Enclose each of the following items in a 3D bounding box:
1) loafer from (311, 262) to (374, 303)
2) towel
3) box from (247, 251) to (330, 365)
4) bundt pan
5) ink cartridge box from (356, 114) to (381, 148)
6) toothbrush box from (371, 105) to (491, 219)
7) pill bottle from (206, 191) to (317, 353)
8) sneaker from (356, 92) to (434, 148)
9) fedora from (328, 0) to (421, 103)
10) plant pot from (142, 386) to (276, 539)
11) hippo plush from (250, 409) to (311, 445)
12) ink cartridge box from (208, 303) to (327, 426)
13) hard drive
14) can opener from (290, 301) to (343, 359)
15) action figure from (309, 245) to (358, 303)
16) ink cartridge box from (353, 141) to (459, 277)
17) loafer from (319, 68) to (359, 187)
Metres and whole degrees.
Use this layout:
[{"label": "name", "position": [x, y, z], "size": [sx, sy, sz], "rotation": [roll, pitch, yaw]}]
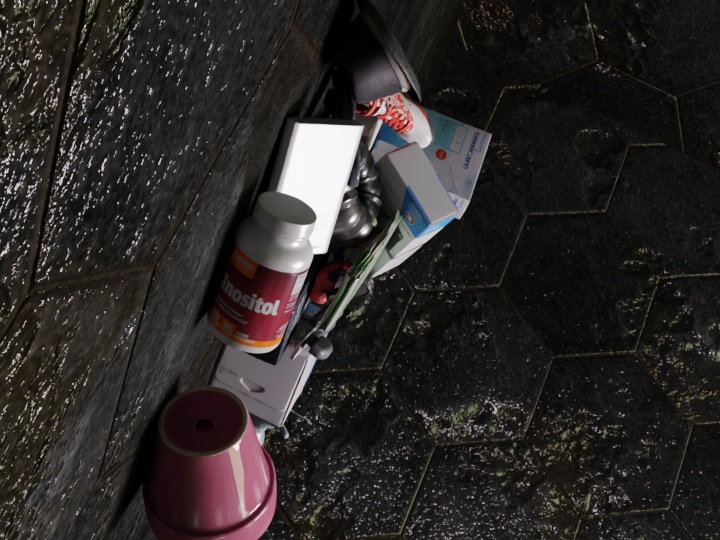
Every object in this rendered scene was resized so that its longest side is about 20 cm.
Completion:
[{"label": "loafer", "position": [-0.075, 0.032, 1.880], "size": [0.073, 0.196, 0.074], "rotation": [-75, 161, -48]}, {"label": "towel", "position": [0.000, 0.000, 1.734], "size": [0.201, 0.023, 0.154], "rotation": [-55, 176, -47]}, {"label": "box", "position": [-0.130, 0.023, 1.735], "size": [0.149, 0.103, 0.201], "rotation": [111, 4, -47]}, {"label": "bundt pan", "position": [-0.022, -0.132, 1.708], "size": [0.201, 0.074, 0.206], "rotation": [-8, 90, -68]}, {"label": "ink cartridge box", "position": [-0.019, -0.234, 1.911], "size": [0.201, 0.083, 0.146], "rotation": [113, 3, -52]}, {"label": "toothbrush box", "position": [0.122, -0.206, 1.949], "size": [0.085, 0.197, 0.148], "rotation": [113, -1, -68]}, {"label": "pill bottle", "position": [-0.131, 0.001, 1.449], "size": [0.113, 0.111, 0.203], "rotation": [-60, 173, -64]}, {"label": "sneaker", "position": [0.039, -0.267, 1.776], "size": [0.067, 0.203, 0.108], "rotation": [-27, -163, 38]}, {"label": "fedora", "position": [0.010, -0.303, 1.540], "size": [0.091, 0.203, 0.201], "rotation": [-31, 178, 2]}, {"label": "plant pot", "position": [-0.217, 0.273, 1.517], "size": [0.201, 0.196, 0.181], "rotation": [-62, 161, -47]}, {"label": "hippo plush", "position": [-0.191, 0.268, 1.998], "size": [0.158, 0.200, 0.162], "rotation": [-20, 148, -55]}, {"label": "ink cartridge box", "position": [-0.154, 0.144, 1.874], "size": [0.200, 0.145, 0.148], "rotation": [-61, 176, -67]}, {"label": "hard drive", "position": [-0.075, -0.117, 1.513], "size": [0.130, 0.026, 0.203], "rotation": [-5, 121, -43]}, {"label": "can opener", "position": [-0.068, 0.107, 1.785], "size": [0.053, 0.066, 0.200], "rotation": [-53, 180, 20]}, {"label": "action figure", "position": [-0.043, 0.008, 1.745], "size": [0.066, 0.051, 0.200], "rotation": [-65, 175, 26]}, {"label": "ink cartridge box", "position": [0.055, -0.102, 1.837], "size": [0.083, 0.147, 0.200], "rotation": [-25, 170, -40]}, {"label": "loafer", "position": [-0.037, -0.221, 1.616], "size": [0.072, 0.062, 0.204], "rotation": [102, -15, -66]}]
